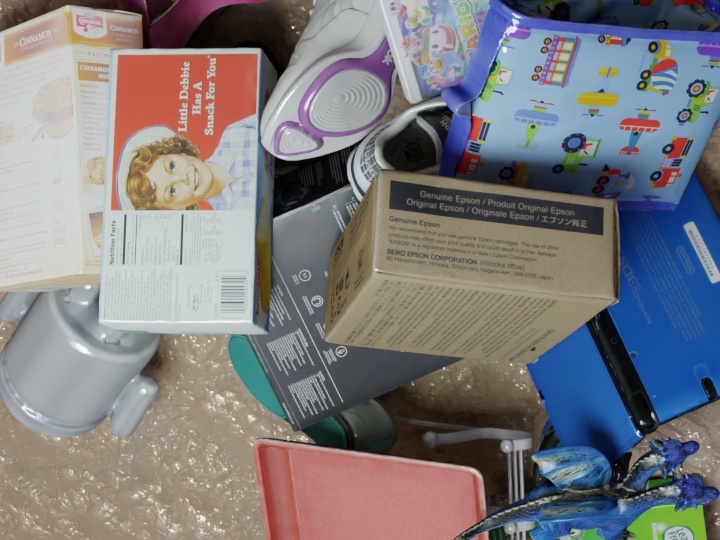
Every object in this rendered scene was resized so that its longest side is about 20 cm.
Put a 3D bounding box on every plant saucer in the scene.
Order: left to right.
[{"bbox_3d":[0.019,0.227,1.257,0.198,0.037,0.202,5,114,27],"label":"plant saucer"}]

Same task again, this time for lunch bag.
[{"bbox_3d":[0.142,-0.115,1.057,0.094,0.198,0.151,55,141,38],"label":"lunch bag"}]

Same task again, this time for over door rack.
[{"bbox_3d":[0.059,0.197,1.319,0.199,0.066,0.149,7,103,45],"label":"over door rack"}]

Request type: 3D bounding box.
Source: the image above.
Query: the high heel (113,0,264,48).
[{"bbox_3d":[-0.107,-0.188,1.201,0.198,0.067,0.097,-8,108,31],"label":"high heel"}]

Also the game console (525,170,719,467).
[{"bbox_3d":[0.201,0.031,1.185,0.169,0.118,0.201,-24,68,3],"label":"game console"}]

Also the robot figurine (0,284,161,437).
[{"bbox_3d":[-0.251,0.072,1.398,0.170,0.113,0.200,47,126,7],"label":"robot figurine"}]

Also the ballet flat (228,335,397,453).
[{"bbox_3d":[-0.040,0.105,1.351,0.200,0.063,0.068,37,132,44],"label":"ballet flat"}]

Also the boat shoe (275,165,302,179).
[{"bbox_3d":[-0.100,-0.045,1.297,0.198,0.064,0.071,6,123,18],"label":"boat shoe"}]

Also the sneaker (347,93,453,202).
[{"bbox_3d":[0.085,-0.106,1.122,0.077,0.199,0.081,57,166,7],"label":"sneaker"}]

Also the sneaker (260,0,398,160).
[{"bbox_3d":[-0.006,-0.165,1.130,0.200,0.099,0.075,-51,129,-2],"label":"sneaker"}]

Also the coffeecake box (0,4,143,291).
[{"bbox_3d":[-0.237,-0.090,1.230,0.153,0.073,0.202,-8,84,46],"label":"coffeecake box"}]

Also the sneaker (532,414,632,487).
[{"bbox_3d":[0.212,0.112,1.249,0.077,0.111,0.200,42,126,-9],"label":"sneaker"}]

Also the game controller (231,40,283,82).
[{"bbox_3d":[-0.130,-0.087,1.236,0.200,0.042,0.105,-45,55,17],"label":"game controller"}]

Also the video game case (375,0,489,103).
[{"bbox_3d":[0.104,-0.215,1.075,0.198,0.018,0.144,-22,116,-5],"label":"video game case"}]

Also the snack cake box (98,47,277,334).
[{"bbox_3d":[-0.124,-0.056,1.141,0.114,0.067,0.202,0,82,8],"label":"snack cake box"}]

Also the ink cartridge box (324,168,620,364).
[{"bbox_3d":[0.070,0.003,1.085,0.163,0.076,0.200,6,163,-10],"label":"ink cartridge box"}]

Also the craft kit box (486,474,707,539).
[{"bbox_3d":[0.210,0.280,1.374,0.195,0.049,0.202,-9,117,9],"label":"craft kit box"}]

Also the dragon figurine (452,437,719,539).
[{"bbox_3d":[0.153,0.163,1.129,0.198,0.059,0.100,-5,148,0],"label":"dragon figurine"}]

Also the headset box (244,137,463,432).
[{"bbox_3d":[0.000,0.000,1.233,0.199,0.093,0.175,-24,112,6],"label":"headset box"}]
